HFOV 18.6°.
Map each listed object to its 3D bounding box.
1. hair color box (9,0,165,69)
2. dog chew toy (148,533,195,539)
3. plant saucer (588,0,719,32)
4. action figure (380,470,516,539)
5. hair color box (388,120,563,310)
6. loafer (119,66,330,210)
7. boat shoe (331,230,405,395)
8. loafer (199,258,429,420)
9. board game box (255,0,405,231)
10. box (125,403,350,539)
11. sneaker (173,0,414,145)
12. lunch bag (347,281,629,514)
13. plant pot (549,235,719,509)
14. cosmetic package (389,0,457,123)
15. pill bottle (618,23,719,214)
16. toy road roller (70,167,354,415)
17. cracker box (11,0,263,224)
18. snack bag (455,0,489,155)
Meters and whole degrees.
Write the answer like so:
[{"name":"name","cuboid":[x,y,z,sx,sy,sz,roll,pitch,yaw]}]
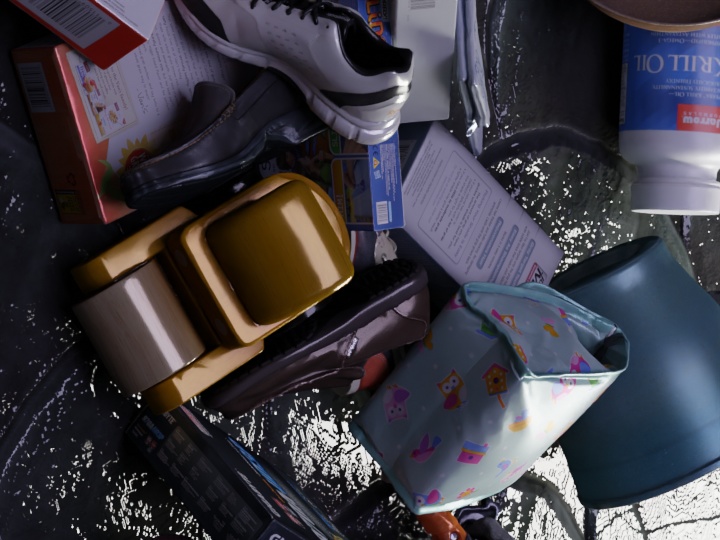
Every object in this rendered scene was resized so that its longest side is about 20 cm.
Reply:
[{"name":"hair color box","cuboid":[-0.176,-0.255,1.544,0.111,0.064,0.200,36,53,-26]},{"name":"dog chew toy","cuboid":[-0.099,0.265,1.643,0.200,0.124,0.125,37,66,-30]},{"name":"plant saucer","cuboid":[0.273,-0.274,1.968,0.200,0.200,0.037,-48,153,-33]},{"name":"action figure","cuboid":[0.076,0.274,1.827,0.193,0.104,0.201,24,72,-33]},{"name":"hair color box","cuboid":[0.080,-0.031,1.850,0.200,0.061,0.099,43,62,-36]},{"name":"loafer","cuboid":[-0.104,-0.101,1.589,0.200,0.073,0.072,-30,93,-45]},{"name":"boat shoe","cuboid":[0.000,0.000,1.759,0.062,0.071,0.201,-13,107,-29]},{"name":"loafer","cuboid":[-0.027,0.067,1.690,0.200,0.073,0.071,-28,113,-7]},{"name":"board game box","cuboid":[-0.030,-0.131,1.684,0.034,0.135,0.201,-9,98,-42]},{"name":"box","cuboid":[-0.069,0.182,1.612,0.046,0.200,0.159,-51,128,1]},{"name":"sneaker","cuboid":[-0.045,-0.177,1.580,0.200,0.080,0.074,33,51,0]},{"name":"lunch bag","cuboid":[0.115,0.102,1.797,0.200,0.122,0.171,1,133,-53]},{"name":"plant pot","cuboid":[0.244,0.079,1.933,0.200,0.200,0.188,-32,99,-40]},{"name":"cosmetic package","cuboid":[0.042,-0.229,1.699,0.200,0.051,0.151,91,-8,-64]},{"name":"pill bottle","cuboid":[0.294,-0.153,2.023,0.112,0.112,0.201,3,89,-45]},{"name":"toy road roller","cuboid":[-0.095,0.004,1.588,0.200,0.146,0.123,-33,97,-28]},{"name":"cracker box","cuboid":[-0.149,-0.131,1.621,0.200,0.058,0.134,-29,111,-40]},{"name":"snack bag","cuboid":[0.089,-0.202,1.772,0.200,0.021,0.189,71,16,-73]}]
